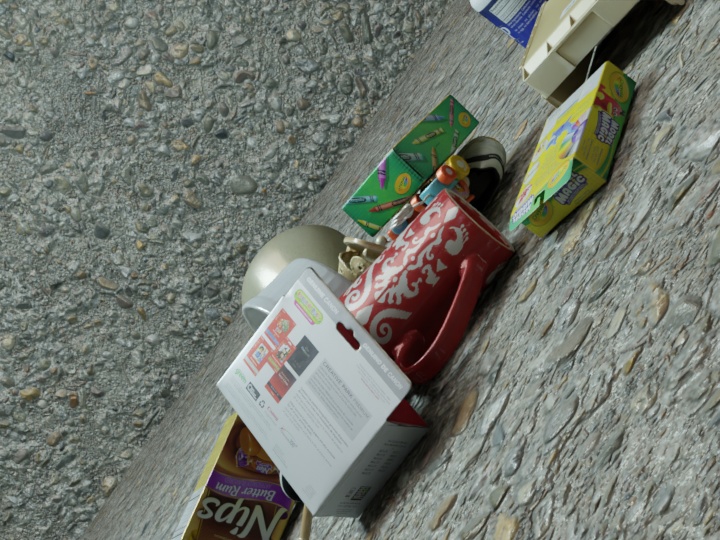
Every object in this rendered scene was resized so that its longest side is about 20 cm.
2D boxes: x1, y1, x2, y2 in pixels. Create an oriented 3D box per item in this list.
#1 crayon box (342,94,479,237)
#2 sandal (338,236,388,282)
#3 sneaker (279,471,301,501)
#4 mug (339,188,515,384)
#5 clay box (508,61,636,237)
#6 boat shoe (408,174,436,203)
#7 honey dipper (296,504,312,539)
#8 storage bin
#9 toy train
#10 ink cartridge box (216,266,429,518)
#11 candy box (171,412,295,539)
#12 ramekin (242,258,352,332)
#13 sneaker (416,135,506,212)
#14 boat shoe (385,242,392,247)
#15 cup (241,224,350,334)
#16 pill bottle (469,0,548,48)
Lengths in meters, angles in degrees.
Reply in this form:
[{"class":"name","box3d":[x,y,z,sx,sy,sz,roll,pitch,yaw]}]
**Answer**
[{"class":"crayon box","box3d":[0.067,-0.137,1.635,0.119,0.058,0.200,-47,0,37]},{"class":"sandal","box3d":[0.006,0.002,1.640,0.212,0.077,0.070,175,111,-87]},{"class":"sneaker","box3d":[-0.028,0.195,1.471,0.201,0.073,0.112,-55,10,6]},{"class":"mug","box3d":[0.083,0.031,1.423,0.200,0.178,0.133,-49,-33,11]},{"class":"clay box","box3d":[0.226,-0.122,1.356,0.115,0.047,0.201,-45,15,47]},{"class":"boat shoe","box3d":[0.108,-0.097,1.848,0.067,0.073,0.200,-15,17,20]},{"class":"honey dipper","box3d":[-0.050,0.220,1.420,0.038,0.038,0.202,-170,89,-80]},{"class":"storage bin","box3d":[0.297,-0.317,1.533,0.200,0.093,0.199,-47,13,41]},{"class":"toy train","box3d":[0.088,-0.075,1.598,0.150,0.056,0.200,-48,0,-1]},{"class":"ink cartridge box","box3d":[-0.030,0.126,1.338,0.176,0.200,0.084,-52,-34,16]},{"class":"candy box","box3d":[-0.147,0.289,1.572,0.056,0.116,0.201,-37,26,57]},{"class":"ramekin","box3d":[-0.044,0.076,1.609,0.098,0.200,0.200,-49,7,-16]},{"class":"sneaker","box3d":[0.120,-0.087,1.692,0.201,0.075,0.088,-56,15,28]},{"class":"boat shoe","box3d":[0.043,-0.008,1.839,0.072,0.065,0.200,-52,10,17]},{"class":"cup","box3d":[-0.055,0.052,1.843,0.201,0.200,0.143,-55,35,3]},{"class":"pill bottle","box3d":[0.230,-0.411,1.867,0.120,0.199,0.120,-53,9,12]}]
